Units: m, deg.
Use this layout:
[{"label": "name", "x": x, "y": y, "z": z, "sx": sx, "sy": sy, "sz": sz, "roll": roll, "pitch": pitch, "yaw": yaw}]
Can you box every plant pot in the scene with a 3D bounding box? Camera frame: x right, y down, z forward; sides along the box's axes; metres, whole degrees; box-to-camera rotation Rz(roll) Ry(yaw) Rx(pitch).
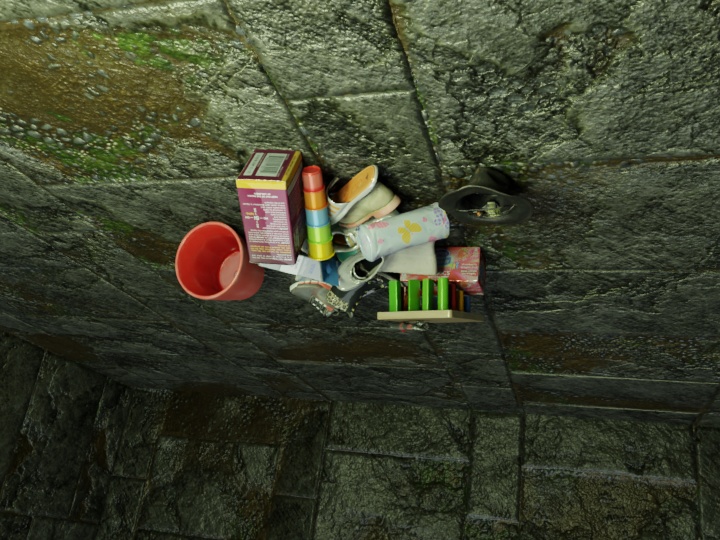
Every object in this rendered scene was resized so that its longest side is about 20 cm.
[{"label": "plant pot", "x": -0.352, "y": -0.007, "z": 1.776, "sx": 0.200, "sy": 0.201, "sz": 0.177, "roll": 0, "pitch": 167, "yaw": 19}]

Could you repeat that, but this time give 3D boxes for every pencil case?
[{"label": "pencil case", "x": 0.092, "y": -0.084, "z": 1.467, "sx": 0.200, "sy": 0.083, "sz": 0.091, "roll": -17, "pitch": -176, "yaw": -11}]

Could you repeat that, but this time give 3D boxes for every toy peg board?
[{"label": "toy peg board", "x": 0.176, "y": 0.076, "z": 1.684, "sx": 0.200, "sy": 0.098, "sz": 0.199, "roll": -4, "pitch": 172, "yaw": 33}]

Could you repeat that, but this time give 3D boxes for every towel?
[{"label": "towel", "x": 0.085, "y": -0.051, "z": 1.621, "sx": 0.200, "sy": 0.034, "sz": 0.133, "roll": 5, "pitch": 127, "yaw": 20}]

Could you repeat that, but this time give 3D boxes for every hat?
[{"label": "hat", "x": 0.252, "y": -0.155, "z": 1.347, "sx": 0.200, "sy": 0.081, "sz": 0.201, "roll": 8, "pitch": 166, "yaw": 2}]

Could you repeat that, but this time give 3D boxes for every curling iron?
[{"label": "curling iron", "x": 0.119, "y": 0.145, "z": 1.740, "sx": 0.050, "sy": 0.026, "sz": 0.200, "roll": 7, "pitch": 171, "yaw": -21}]

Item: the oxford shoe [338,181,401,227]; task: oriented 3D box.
[{"label": "oxford shoe", "x": 0.005, "y": -0.149, "z": 1.486, "sx": 0.074, "sy": 0.071, "sz": 0.200, "roll": 49, "pitch": 144, "yaw": -18}]

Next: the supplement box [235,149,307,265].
[{"label": "supplement box", "x": -0.174, "y": -0.129, "z": 1.384, "sx": 0.103, "sy": 0.131, "sz": 0.200, "roll": 3, "pitch": 126, "yaw": 8}]

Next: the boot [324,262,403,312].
[{"label": "boot", "x": 0.019, "y": 0.047, "z": 1.820, "sx": 0.203, "sy": 0.073, "sz": 0.154, "roll": 22, "pitch": 115, "yaw": -18}]

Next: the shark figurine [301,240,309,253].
[{"label": "shark figurine", "x": -0.162, "y": -0.140, "z": 1.540, "sx": 0.089, "sy": 0.128, "sz": 0.214, "roll": -35, "pitch": 119, "yaw": 25}]

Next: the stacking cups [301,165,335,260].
[{"label": "stacking cups", "x": -0.088, "y": -0.121, "z": 1.417, "sx": 0.060, "sy": 0.061, "sz": 0.200, "roll": 4, "pitch": 122, "yaw": 10}]

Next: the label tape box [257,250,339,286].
[{"label": "label tape box", "x": -0.140, "y": -0.047, "z": 1.630, "sx": 0.200, "sy": 0.144, "sz": 0.063, "roll": 14, "pitch": 120, "yaw": -15}]

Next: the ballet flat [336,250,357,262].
[{"label": "ballet flat", "x": 0.041, "y": -0.044, "z": 1.712, "sx": 0.200, "sy": 0.067, "sz": 0.067, "roll": -4, "pitch": -177, "yaw": 25}]

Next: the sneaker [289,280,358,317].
[{"label": "sneaker", "x": -0.098, "y": 0.083, "z": 1.869, "sx": 0.200, "sy": 0.082, "sz": 0.077, "roll": 12, "pitch": 158, "yaw": -10}]

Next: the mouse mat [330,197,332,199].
[{"label": "mouse mat", "x": -0.154, "y": -0.143, "z": 1.603, "sx": 0.161, "sy": 0.008, "sz": 0.200, "roll": 12, "pitch": 158, "yaw": -9}]

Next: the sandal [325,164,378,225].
[{"label": "sandal", "x": -0.037, "y": -0.169, "z": 1.421, "sx": 0.059, "sy": 0.079, "sz": 0.207, "roll": 21, "pitch": 146, "yaw": -25}]

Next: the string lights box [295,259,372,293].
[{"label": "string lights box", "x": -0.068, "y": 0.018, "z": 1.890, "sx": 0.200, "sy": 0.059, "sz": 0.103, "roll": 19, "pitch": 155, "yaw": -25}]

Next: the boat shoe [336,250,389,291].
[{"label": "boat shoe", "x": 0.000, "y": 0.000, "z": 1.629, "sx": 0.072, "sy": 0.066, "sz": 0.200, "roll": 45, "pitch": 129, "yaw": -13}]

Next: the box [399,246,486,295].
[{"label": "box", "x": 0.209, "y": 0.002, "z": 1.711, "sx": 0.200, "sy": 0.096, "sz": 0.100, "roll": 0, "pitch": 158, "yaw": 20}]

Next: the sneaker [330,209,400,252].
[{"label": "sneaker", "x": 0.008, "y": -0.084, "z": 1.554, "sx": 0.200, "sy": 0.081, "sz": 0.077, "roll": -16, "pitch": 113, "yaw": 29}]
